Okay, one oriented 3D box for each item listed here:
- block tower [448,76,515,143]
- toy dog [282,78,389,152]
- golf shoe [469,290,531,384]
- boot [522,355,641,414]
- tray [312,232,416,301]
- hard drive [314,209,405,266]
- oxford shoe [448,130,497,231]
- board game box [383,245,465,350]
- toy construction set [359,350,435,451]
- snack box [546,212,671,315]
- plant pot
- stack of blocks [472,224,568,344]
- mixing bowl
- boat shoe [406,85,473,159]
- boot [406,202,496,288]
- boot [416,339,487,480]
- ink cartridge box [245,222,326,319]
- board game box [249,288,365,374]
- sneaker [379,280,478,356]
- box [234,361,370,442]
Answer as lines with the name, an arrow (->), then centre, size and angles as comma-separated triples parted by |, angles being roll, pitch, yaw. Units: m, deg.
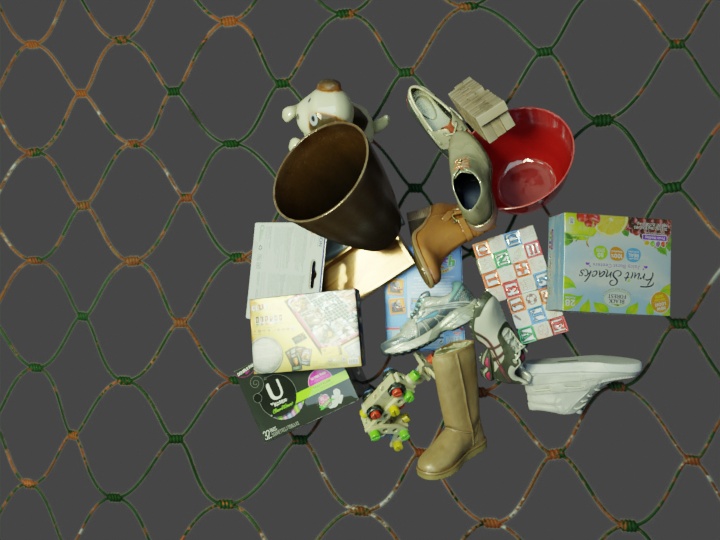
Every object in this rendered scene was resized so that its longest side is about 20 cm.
block tower -> 0.212, -0.288, 1.019 | 0.054, 0.200, 0.058 | -33, 116, 12
toy dog -> -0.050, -0.267, 1.065 | 0.193, 0.200, 0.140 | 1, 88, 12
golf shoe -> 0.249, 0.119, 0.998 | 0.088, 0.201, 0.077 | 15, 49, 41
boot -> 0.396, 0.206, 1.023 | 0.199, 0.074, 0.096 | -5, 92, 19
tray -> 0.000, 0.000, 1.095 | 0.200, 0.037, 0.099 | -35, 77, 15
hard drive -> -0.028, -0.113, 1.138 | 0.199, 0.033, 0.140 | -25, 82, 9
oxford shoe -> 0.184, -0.167, 0.965 | 0.071, 0.074, 0.201 | -23, 59, 21
board game box -> 0.122, 0.052, 1.096 | 0.150, 0.037, 0.201 | -2, 88, 11
toy construction set -> 0.073, 0.237, 1.048 | 0.131, 0.092, 0.201 | 25, 102, -32
snack box -> 0.430, -0.008, 0.993 | 0.199, 0.068, 0.170 | 4, 86, -7
plant pot -> -0.015, -0.119, 0.987 | 0.186, 0.200, 0.188 | -17, 57, 28
stack of blocks -> 0.290, 0.031, 1.052 | 0.115, 0.059, 0.201 | -19, 84, 10
mixing bowl -> 0.287, -0.177, 1.024 | 0.199, 0.108, 0.201 | -12, 63, 25
boat shoe -> 0.163, -0.275, 1.094 | 0.071, 0.063, 0.200 | -42, 81, 4
boot -> 0.171, -0.056, 1.037 | 0.154, 0.200, 0.077 | -11, 126, 6
boot -> 0.151, 0.242, 1.014 | 0.066, 0.175, 0.201 | -1, 102, 46
ink cartridge box -> -0.135, 0.006, 1.110 | 0.199, 0.041, 0.201 | 4, 87, 38
board game box -> -0.095, 0.109, 1.013 | 0.199, 0.035, 0.136 | -6, 83, 12
sneaker -> 0.119, 0.089, 1.045 | 0.199, 0.078, 0.087 | -28, 78, -2
box -> -0.106, 0.210, 1.089 | 0.199, 0.124, 0.149 | -27, 82, 10
